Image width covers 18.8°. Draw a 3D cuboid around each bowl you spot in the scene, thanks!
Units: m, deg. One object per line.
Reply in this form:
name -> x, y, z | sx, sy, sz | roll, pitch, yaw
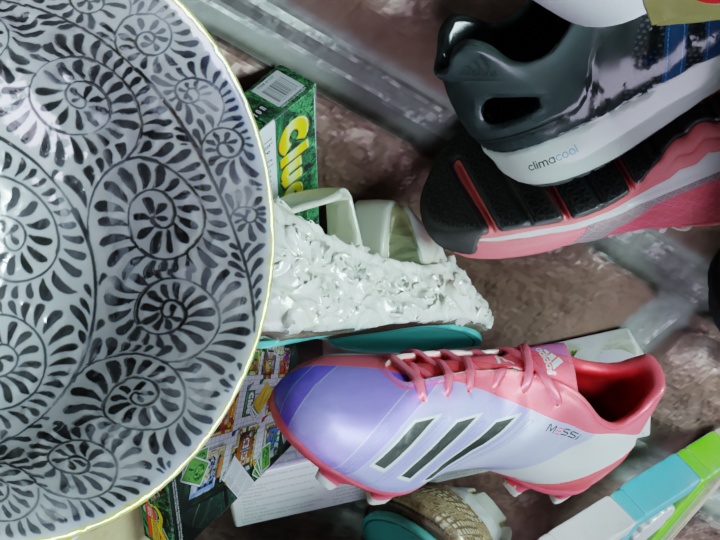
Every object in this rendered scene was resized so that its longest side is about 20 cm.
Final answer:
bowl -> -0.135, -0.012, 0.729 | 0.201, 0.201, 0.094 | 20, 168, -34

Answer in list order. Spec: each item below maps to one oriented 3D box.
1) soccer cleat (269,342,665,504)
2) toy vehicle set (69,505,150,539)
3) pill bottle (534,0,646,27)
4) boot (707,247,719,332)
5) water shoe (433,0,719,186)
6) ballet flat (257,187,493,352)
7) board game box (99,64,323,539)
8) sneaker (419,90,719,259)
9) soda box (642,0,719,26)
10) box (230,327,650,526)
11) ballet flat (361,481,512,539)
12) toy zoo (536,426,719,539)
soccer cleat -> 0.046, 0.054, 0.897 | 0.200, 0.067, 0.076 | 12, 128, -45
toy vehicle set -> -0.109, 0.069, 0.892 | 0.124, 0.026, 0.200 | -47, 151, -38
pill bottle -> 0.025, -0.158, 0.690 | 0.200, 0.120, 0.120 | 27, 122, -38
boot -> 0.223, -0.052, 0.819 | 0.200, 0.076, 0.168 | -24, 154, -11
water shoe -> 0.119, -0.111, 0.806 | 0.200, 0.072, 0.079 | -37, 116, 7
ballet flat -> 0.000, 0.000, 0.872 | 0.072, 0.072, 0.200 | -35, 164, 19
board game box -> -0.055, 0.021, 0.887 | 0.105, 0.023, 0.200 | -40, 148, -31
sneaker -> 0.125, -0.039, 0.886 | 0.200, 0.074, 0.087 | -21, 140, 4
soda box -> 0.117, -0.170, 0.645 | 0.064, 0.200, 0.068 | -4, 142, 20
box -> 0.034, 0.071, 0.999 | 0.200, 0.039, 0.041 | -12, 137, -5
ballet flat -> 0.034, 0.132, 1.023 | 0.065, 0.071, 0.200 | -36, 171, -21
toy zoo -> 0.097, 0.151, 1.040 | 0.200, 0.020, 0.131 | -23, 153, -48
